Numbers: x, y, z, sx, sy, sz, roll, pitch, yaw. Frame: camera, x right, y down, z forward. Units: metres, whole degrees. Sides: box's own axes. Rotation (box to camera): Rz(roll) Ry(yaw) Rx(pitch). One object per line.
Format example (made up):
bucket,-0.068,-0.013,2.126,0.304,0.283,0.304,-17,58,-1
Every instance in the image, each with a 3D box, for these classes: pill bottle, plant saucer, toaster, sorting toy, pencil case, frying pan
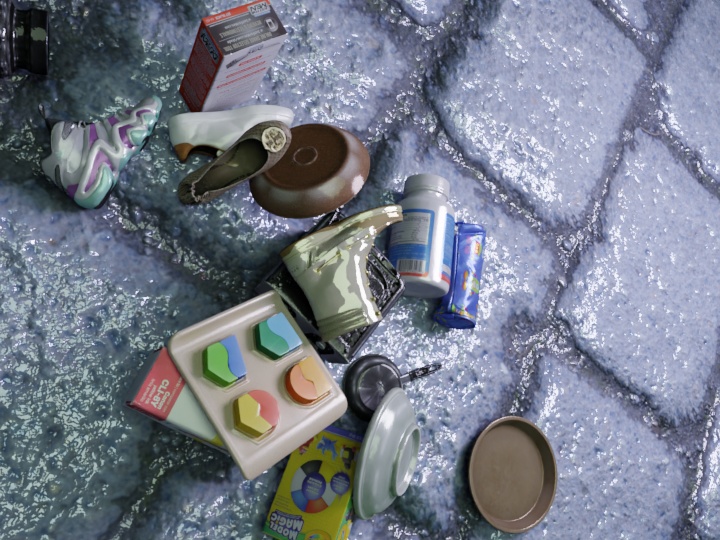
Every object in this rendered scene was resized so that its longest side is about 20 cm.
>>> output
pill bottle,-0.524,-0.317,0.796,0.199,0.112,0.112,1,78,-27
pill bottle,0.108,-0.061,1.052,0.112,0.112,0.201,15,72,-23
plant saucer,0.271,0.365,1.084,0.199,0.029,0.201,6,76,-26
toaster,-0.045,0.022,0.953,0.181,0.119,0.200,45,63,-11
sorting toy,-0.124,0.136,0.779,0.185,0.036,0.200,-25,81,-44
plant saucer,-0.086,-0.171,0.955,0.199,0.037,0.201,-5,54,8
pencil case,0.180,0.005,1.090,0.087,0.078,0.201,30,63,-49
frying pan,0.060,0.203,1.019,0.189,0.031,0.116,11,75,-21
plant saucer,0.051,0.281,0.911,0.050,0.200,0.201,11,68,22

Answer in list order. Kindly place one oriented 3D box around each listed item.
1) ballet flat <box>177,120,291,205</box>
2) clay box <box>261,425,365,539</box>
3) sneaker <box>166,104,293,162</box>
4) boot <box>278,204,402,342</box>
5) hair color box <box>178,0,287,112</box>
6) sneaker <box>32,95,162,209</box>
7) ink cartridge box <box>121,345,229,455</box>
ballet flat,-0.191,-0.158,0.907,0.199,0.046,0.068,-30,112,5
clay box,-0.062,0.330,0.881,0.201,0.114,0.048,-69,153,-22
sneaker,-0.199,-0.211,0.962,0.199,0.073,0.085,-13,87,-17
boot,0.000,0.000,0.874,0.199,0.072,0.155,-26,90,-24
hair color box,-0.197,-0.312,0.906,0.111,0.200,0.064,-33,94,-29
sneaker,-0.385,-0.202,0.858,0.140,0.078,0.201,33,66,-17
ink cartridge box,-0.208,0.188,0.819,0.200,0.145,0.084,31,67,-17
